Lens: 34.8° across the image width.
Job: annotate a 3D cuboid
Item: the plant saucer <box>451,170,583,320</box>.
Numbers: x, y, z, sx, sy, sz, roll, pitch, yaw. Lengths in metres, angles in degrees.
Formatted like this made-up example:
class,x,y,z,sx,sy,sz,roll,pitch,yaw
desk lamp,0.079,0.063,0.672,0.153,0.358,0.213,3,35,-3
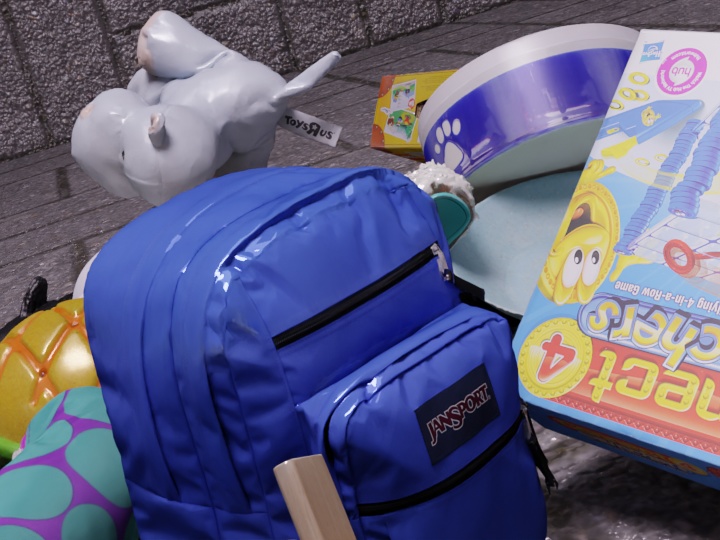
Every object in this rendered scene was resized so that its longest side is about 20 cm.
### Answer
class,x,y,z,sx,sy,sz,roll,pitch,yaw
plant saucer,0.158,-0.007,0.784,0.198,0.039,0.202,-7,30,4

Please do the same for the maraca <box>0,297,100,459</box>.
class,x,y,z,sx,sy,sz,roll,pitch,yaw
maraca,-0.197,0.078,0.748,0.197,0.108,0.138,-8,32,-5

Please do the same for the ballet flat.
class,x,y,z,sx,sy,sz,roll,pitch,yaw
ballet flat,0.000,0.000,0.798,0.200,0.072,0.072,-41,11,15

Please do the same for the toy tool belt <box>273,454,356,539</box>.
class,x,y,z,sx,sy,sz,roll,pitch,yaw
toy tool belt,-0.042,0.152,0.347,0.124,0.124,0.200,-7,19,28

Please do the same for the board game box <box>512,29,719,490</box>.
class,x,y,z,sx,sy,sz,roll,pitch,yaw
board game box,0.182,-0.003,0.503,0.199,0.056,0.198,14,75,43

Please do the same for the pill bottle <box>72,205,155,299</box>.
class,x,y,z,sx,sy,sz,roll,pitch,yaw
pill bottle,-0.162,0.019,0.918,0.111,0.113,0.200,-12,17,13

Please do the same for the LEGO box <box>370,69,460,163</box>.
class,x,y,z,sx,sy,sz,roll,pitch,yaw
LEGO box,0.130,-0.140,1.115,0.148,0.078,0.199,11,-1,-36

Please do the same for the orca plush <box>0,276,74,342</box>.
class,x,y,z,sx,sy,sz,roll,pitch,yaw
orca plush,-0.266,0.036,1.033,0.199,0.072,0.105,-28,20,-35

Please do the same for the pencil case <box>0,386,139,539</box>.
class,x,y,z,sx,sy,sz,roll,pitch,yaw
pencil case,-0.169,0.138,0.582,0.091,0.086,0.200,4,20,10

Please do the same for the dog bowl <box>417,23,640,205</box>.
class,x,y,z,sx,sy,sz,roll,pitch,yaw
dog bowl,0.149,-0.102,0.901,0.198,0.080,0.200,-12,-21,-5

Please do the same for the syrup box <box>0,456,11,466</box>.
class,x,y,z,sx,sy,sz,roll,pitch,yaw
syrup box,-0.343,0.127,0.791,0.199,0.082,0.078,-26,17,-29

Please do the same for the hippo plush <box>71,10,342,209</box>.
class,x,y,z,sx,sy,sz,roll,pitch,yaw
hippo plush,-0.137,-0.095,0.923,0.198,0.161,0.161,20,46,19

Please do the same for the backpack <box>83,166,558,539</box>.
class,x,y,z,sx,sy,sz,roll,pitch,yaw
backpack,-0.012,0.054,0.503,0.167,0.202,0.162,-1,21,42

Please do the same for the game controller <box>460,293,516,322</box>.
class,x,y,z,sx,sy,sz,roll,pitch,yaw
game controller,0.096,0.011,0.851,0.198,0.043,0.104,-22,32,-19
